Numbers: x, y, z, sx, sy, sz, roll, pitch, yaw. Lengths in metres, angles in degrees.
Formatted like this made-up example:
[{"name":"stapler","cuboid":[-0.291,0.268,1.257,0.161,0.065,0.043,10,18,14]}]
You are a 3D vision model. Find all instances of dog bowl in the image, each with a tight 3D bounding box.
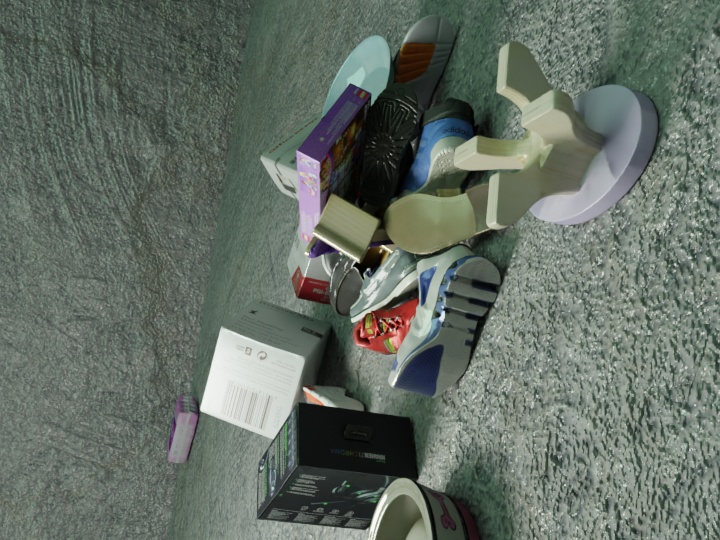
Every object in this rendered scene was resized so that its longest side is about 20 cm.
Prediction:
[{"name":"dog bowl","cuboid":[0.071,0.344,0.952,0.200,0.072,0.205,-168,90,-72]}]

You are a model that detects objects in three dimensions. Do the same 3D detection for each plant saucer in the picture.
[{"name":"plant saucer","cuboid":[0.002,-0.262,1.297,0.200,0.038,0.205,-39,41,44]}]

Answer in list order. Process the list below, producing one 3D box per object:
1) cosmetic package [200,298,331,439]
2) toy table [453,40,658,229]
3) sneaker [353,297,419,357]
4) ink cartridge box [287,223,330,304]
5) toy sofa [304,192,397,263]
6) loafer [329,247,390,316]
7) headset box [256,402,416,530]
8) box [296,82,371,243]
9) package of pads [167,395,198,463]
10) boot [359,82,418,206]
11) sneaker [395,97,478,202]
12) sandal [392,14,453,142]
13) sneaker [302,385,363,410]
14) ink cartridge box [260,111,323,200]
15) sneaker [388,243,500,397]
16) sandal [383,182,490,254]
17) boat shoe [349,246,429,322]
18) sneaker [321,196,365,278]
[{"name":"cosmetic package","cuboid":[-0.166,0.174,1.512,0.200,0.162,0.168,-52,-20,-73]},{"name":"toy table","cuboid":[0.182,-0.121,0.821,0.200,0.115,0.188,137,140,-59]},{"name":"sneaker","cuboid":[0.043,0.084,1.165,0.200,0.083,0.079,142,135,-64]},{"name":"ink cartridge box","cuboid":[-0.063,-0.062,1.541,0.147,0.081,0.203,-114,39,-61]},{"name":"toy sofa","cuboid":[0.001,-0.050,1.206,0.099,0.082,0.200,-63,-13,11]},{"name":"loafer","cuboid":[0.000,0.000,1.368,0.073,0.071,0.203,-112,36,-51]},{"name":"headset box","cuboid":[-0.036,0.272,1.152,0.201,0.171,0.094,121,153,-47]},{"name":"box","cuboid":[-0.036,-0.140,1.163,0.138,0.039,0.201,-56,-16,-28]},{"name":"package of pads","cuboid":[-0.612,0.546,2.871,0.121,0.074,0.204,-119,43,-64]},{"name":"boot","cuboid":[0.053,-0.182,1.214,0.200,0.071,0.185,-34,-36,-70]},{"name":"sneaker","cuboid":[0.104,-0.151,1.139,0.201,0.075,0.113,118,163,-60]},{"name":"sandal","cuboid":[0.078,-0.299,1.290,0.060,0.078,0.210,-111,35,-53]},{"name":"sneaker","cuboid":[-0.054,0.242,1.386,0.200,0.075,0.084,-162,77,-72]},{"name":"ink cartridge box","cuboid":[-0.068,-0.191,1.439,0.146,0.084,0.199,-38,28,-11]},{"name":"sneaker","cuboid":[0.101,0.050,1.041,0.116,0.079,0.202,-108,40,-62]},{"name":"sandal","cuboid":[0.125,-0.069,1.056,0.210,0.069,0.079,-11,91,49]},{"name":"boat shoe","cuboid":[0.038,0.018,1.214,0.200,0.072,0.063,-40,73,52]},{"name":"sneaker","cuboid":[-0.010,-0.078,1.399,0.083,0.070,0.204,-149,79,-74]}]
